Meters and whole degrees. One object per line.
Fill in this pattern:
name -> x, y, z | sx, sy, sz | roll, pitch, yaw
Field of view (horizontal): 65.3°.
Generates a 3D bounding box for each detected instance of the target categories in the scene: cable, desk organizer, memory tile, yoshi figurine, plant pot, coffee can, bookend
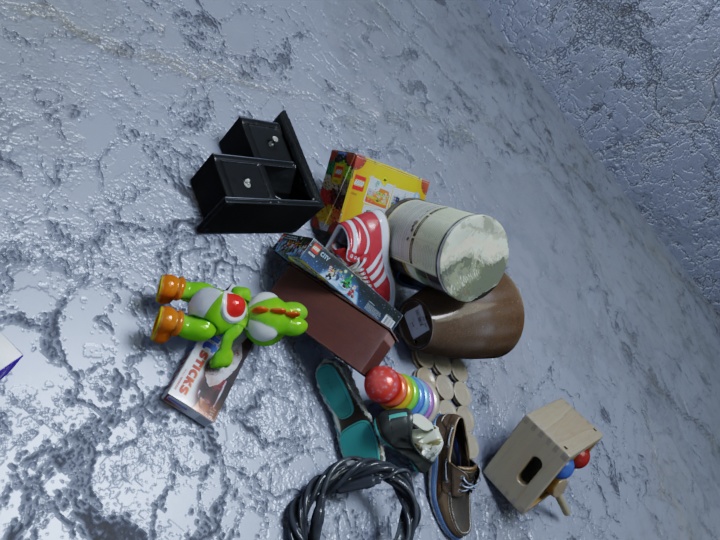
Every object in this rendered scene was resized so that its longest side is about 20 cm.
cable -> -0.005, 0.340, 0.767 | 0.200, 0.051, 0.163 | -39, 81, -29
desk organizer -> -0.047, 0.077, 0.866 | 0.199, 0.077, 0.072 | 33, -10, 21
memory tile -> 0.157, 0.245, 1.057 | 0.153, 0.017, 0.201 | 25, 49, -33
yoshi figurine -> -0.174, 0.067, 0.757 | 0.199, 0.113, 0.112 | 9, 14, -23
plant pot -> 0.173, 0.088, 1.059 | 0.199, 0.187, 0.188 | -4, 67, -39
coffee can -> 0.139, -0.043, 0.994 | 0.146, 0.200, 0.147 | -8, 108, -27
bookend -> -0.188, -0.169, 0.925 | 0.198, 0.092, 0.201 | -4, 66, -47

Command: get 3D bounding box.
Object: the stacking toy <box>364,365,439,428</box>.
stacking toy -> 0.059, 0.195, 0.875 | 0.200, 0.085, 0.086 | 42, 32, -60

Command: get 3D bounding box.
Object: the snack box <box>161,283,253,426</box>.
snack box -> -0.194, 0.110, 0.776 | 0.072, 0.024, 0.201 | 39, 41, -18

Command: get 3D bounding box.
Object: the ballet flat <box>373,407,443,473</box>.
ballet flat -> 0.088, 0.264, 0.866 | 0.200, 0.068, 0.068 | 52, 15, -51

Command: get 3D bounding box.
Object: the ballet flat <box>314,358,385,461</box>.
ballet flat -> -0.006, 0.226, 0.861 | 0.072, 0.072, 0.201 | -6, 69, -48

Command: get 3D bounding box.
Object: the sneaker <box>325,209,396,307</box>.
sneaker -> 0.000, 0.000, 0.993 | 0.112, 0.071, 0.201 | -17, 108, -37

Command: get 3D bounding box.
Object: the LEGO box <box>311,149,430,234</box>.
LEGO box -> 0.023, -0.127, 1.068 | 0.199, 0.077, 0.150 | 12, 97, -41

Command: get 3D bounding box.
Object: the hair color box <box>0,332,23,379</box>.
hair color box -> -0.431, 0.105, 0.501 | 0.109, 0.065, 0.200 | 50, 40, -9

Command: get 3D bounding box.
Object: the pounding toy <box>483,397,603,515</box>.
pounding toy -> 0.353, 0.371, 1.055 | 0.184, 0.201, 0.142 | -2, 37, -47

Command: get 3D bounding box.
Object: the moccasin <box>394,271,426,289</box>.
moccasin -> 0.158, 0.008, 1.182 | 0.199, 0.068, 0.081 | 0, 64, -47

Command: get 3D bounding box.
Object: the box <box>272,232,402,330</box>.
box -> -0.039, 0.018, 0.907 | 0.200, 0.136, 0.038 | 41, 79, -25

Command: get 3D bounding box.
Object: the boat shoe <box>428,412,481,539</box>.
boat shoe -> 0.157, 0.339, 0.932 | 0.072, 0.072, 0.201 | 3, 71, -43
